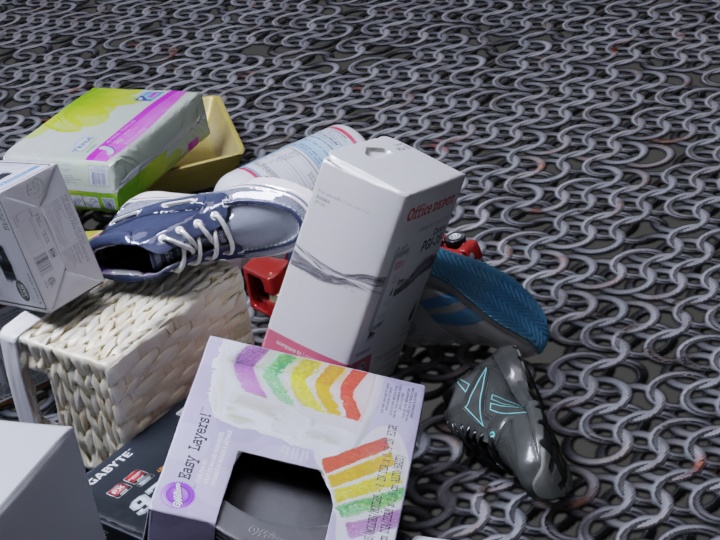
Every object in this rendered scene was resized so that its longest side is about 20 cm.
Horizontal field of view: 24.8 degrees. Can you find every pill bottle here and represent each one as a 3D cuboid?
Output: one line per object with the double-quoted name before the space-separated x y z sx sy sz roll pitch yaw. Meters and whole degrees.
"pill bottle" -0.080 -0.066 1.676 0.200 0.109 0.109 -27 32 -27

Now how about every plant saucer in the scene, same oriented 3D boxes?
"plant saucer" -0.242 -0.131 1.916 0.199 0.049 0.200 -14 28 -8

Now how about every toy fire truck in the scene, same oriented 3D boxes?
"toy fire truck" 0.003 0.004 1.582 0.199 0.049 0.141 12 36 34

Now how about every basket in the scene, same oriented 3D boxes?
"basket" -0.195 0.073 1.433 0.123 0.136 0.200 12 35 32

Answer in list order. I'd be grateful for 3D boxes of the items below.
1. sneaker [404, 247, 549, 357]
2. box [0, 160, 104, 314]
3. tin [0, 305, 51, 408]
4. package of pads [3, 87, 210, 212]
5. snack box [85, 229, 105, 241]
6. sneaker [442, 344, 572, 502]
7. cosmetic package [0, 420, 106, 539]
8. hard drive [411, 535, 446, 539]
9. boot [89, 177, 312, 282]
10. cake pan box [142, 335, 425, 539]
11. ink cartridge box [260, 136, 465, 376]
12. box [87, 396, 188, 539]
"sneaker" 0.077 0.033 1.481 0.199 0.081 0.076 26 31 18
"box" -0.316 -0.034 1.420 0.060 0.117 0.200 -34 24 -34
"tin" -0.330 0.068 1.510 0.200 0.112 0.042 -26 31 -25
"package of pads" -0.284 -0.139 1.821 0.154 0.068 0.200 5 31 26
"snack box" -0.292 0.013 1.661 0.199 0.053 0.142 -5 30 11
"sneaker" 0.115 0.132 1.304 0.079 0.076 0.200 -24 21 4
"cosmetic package" -0.284 0.212 1.133 0.199 0.200 0.123 4 31 24
"hard drive" 0.107 0.243 1.128 0.199 0.026 0.132 4 31 25
"boot" -0.133 -0.026 1.390 0.199 0.073 0.090 -5 27 27
"cake pan box" -0.054 0.150 1.247 0.183 0.052 0.200 13 41 4
"ink cartridge box" 0.000 0.000 1.382 0.083 0.201 0.146 25 19 17
"box" -0.121 0.170 1.319 0.159 0.046 0.200 15 37 37
